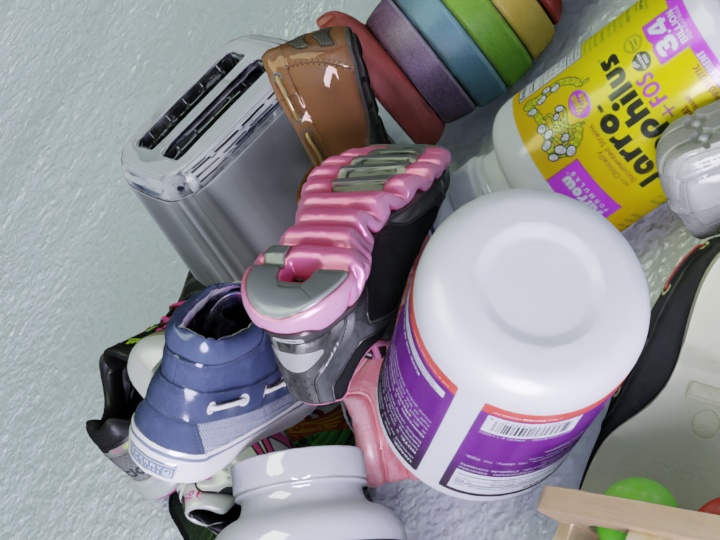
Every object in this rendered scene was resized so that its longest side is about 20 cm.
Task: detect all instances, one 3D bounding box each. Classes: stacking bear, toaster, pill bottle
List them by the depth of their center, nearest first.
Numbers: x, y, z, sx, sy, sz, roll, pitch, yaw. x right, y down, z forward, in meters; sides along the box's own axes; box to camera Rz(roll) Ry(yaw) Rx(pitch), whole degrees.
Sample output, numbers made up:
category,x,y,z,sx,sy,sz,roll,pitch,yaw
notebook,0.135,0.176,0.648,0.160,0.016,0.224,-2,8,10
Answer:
category,x,y,z,sx,sy,sz,roll,pitch,yaw
pill bottle,0.070,0.049,0.859,0.200,0.112,0.113,108,174,-64
pill bottle,-0.023,0.203,0.920,0.112,0.112,0.201,-21,71,38
pill bottle,0.150,-0.083,0.979,0.200,0.104,0.105,-37,42,25
stacking bear,0.086,-0.184,1.121,0.200,0.114,0.121,-40,-3,6
toaster,-0.077,-0.070,1.165,0.200,0.129,0.113,-47,36,-15

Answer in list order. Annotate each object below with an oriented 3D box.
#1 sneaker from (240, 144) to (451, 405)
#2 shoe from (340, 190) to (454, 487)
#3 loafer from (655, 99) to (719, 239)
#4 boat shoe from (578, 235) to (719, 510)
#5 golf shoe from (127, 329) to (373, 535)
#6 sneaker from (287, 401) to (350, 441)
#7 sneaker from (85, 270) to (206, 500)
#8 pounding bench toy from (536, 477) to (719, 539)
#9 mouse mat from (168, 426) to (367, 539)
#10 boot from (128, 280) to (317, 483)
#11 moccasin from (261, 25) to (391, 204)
category,x,y,z,sx,sy,sz,roll,pitch,yaw
sneaker,0.000,0.000,0.946,0.079,0.096,0.200,3,35,29
shoe,0.024,0.031,1.009,0.091,0.072,0.201,-11,70,-2
loafer,0.258,-0.073,0.884,0.199,0.070,0.070,-18,31,17
boat shoe,0.170,0.074,0.886,0.063,0.073,0.202,-116,51,-83
golf shoe,-0.084,0.113,1.037,0.200,0.092,0.073,42,131,20
sneaker,-0.045,0.069,1.114,0.199,0.073,0.077,-9,54,32
sneaker,-0.139,0.060,1.207,0.074,0.087,0.201,-5,57,47
pounding bench toy,0.123,0.182,0.801,0.200,0.124,0.157,3,69,48
mouse mat,-0.049,0.127,1.132,0.200,0.008,0.161,-51,38,7
boot,-0.060,0.045,0.961,0.200,0.073,0.091,-42,-26,-63
moccasin,-0.013,-0.056,1.075,0.077,0.202,0.074,-15,33,7
